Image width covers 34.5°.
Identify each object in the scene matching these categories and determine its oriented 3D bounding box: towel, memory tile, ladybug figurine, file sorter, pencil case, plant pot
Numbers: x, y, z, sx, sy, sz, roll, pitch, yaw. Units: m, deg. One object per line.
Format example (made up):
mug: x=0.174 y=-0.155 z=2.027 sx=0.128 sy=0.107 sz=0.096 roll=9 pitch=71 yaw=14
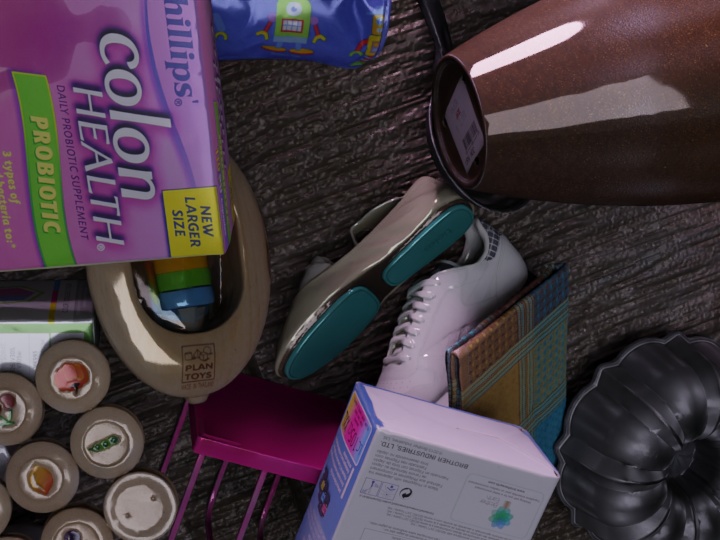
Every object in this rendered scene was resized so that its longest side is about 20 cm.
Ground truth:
towel: x=0.116 y=0.108 z=0.901 sx=0.147 sy=0.022 sz=0.201 roll=-35 pitch=133 yaw=-37
memory tile: x=-0.237 y=0.148 z=0.779 sx=0.199 sy=0.017 sz=0.154 roll=-26 pitch=96 yaw=-3
ladybug figurine: x=-0.136 y=-0.003 z=0.838 sx=0.135 sy=0.072 sz=0.201 roll=-3 pitch=86 yaw=-28
file sorter: x=-0.052 y=0.175 z=0.888 sx=0.199 sy=0.139 sz=0.126 roll=17 pitch=103 yaw=-15
pencil case: x=-0.077 y=-0.184 z=0.818 sx=0.199 sy=0.078 sz=0.087 roll=-2 pitch=111 yaw=-11
plant pot: x=0.159 y=-0.121 z=0.813 sx=0.199 sy=0.187 sz=0.188 roll=-13 pitch=107 yaw=-16

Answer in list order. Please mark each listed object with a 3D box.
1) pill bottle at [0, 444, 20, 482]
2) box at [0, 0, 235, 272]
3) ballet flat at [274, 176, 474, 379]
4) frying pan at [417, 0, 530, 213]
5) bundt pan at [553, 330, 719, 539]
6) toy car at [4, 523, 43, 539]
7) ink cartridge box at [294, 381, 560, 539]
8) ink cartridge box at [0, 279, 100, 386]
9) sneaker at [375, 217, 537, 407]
pill bottle: x=-0.337 y=0.173 z=0.843 sx=0.200 sy=0.104 sz=0.104 roll=-30 pitch=108 yaw=-2
box: x=-0.186 y=-0.098 z=0.713 sx=0.199 sy=0.097 sz=0.177 roll=-4 pitch=109 yaw=-2
ballet flat: x=0.000 y=0.000 z=0.890 sx=0.200 sy=0.069 sz=0.070 roll=-41 pitch=109 yaw=-5
frying pan: x=0.067 y=-0.124 z=0.865 sx=0.190 sy=0.031 sz=0.115 roll=49 pitch=49 yaw=-13
bundt pan: x=0.266 y=0.158 z=0.963 sx=0.201 sy=0.076 sz=0.203 roll=-7 pitch=110 yaw=-21
toy car: x=-0.273 y=0.296 z=0.834 sx=0.150 sy=0.200 sz=0.176 roll=0 pitch=123 yaw=-35
ink cartridge box: x=0.029 y=0.194 z=0.794 sx=0.136 sy=0.076 sz=0.201 roll=17 pitch=103 yaw=-15
ink cartridge box: x=-0.288 y=0.048 z=0.821 sx=0.199 sy=0.104 sz=0.060 roll=-1 pitch=104 yaw=-11
sneaker: x=0.056 y=0.050 z=0.893 sx=0.081 sy=0.076 sz=0.200 roll=50 pitch=64 yaw=-18
